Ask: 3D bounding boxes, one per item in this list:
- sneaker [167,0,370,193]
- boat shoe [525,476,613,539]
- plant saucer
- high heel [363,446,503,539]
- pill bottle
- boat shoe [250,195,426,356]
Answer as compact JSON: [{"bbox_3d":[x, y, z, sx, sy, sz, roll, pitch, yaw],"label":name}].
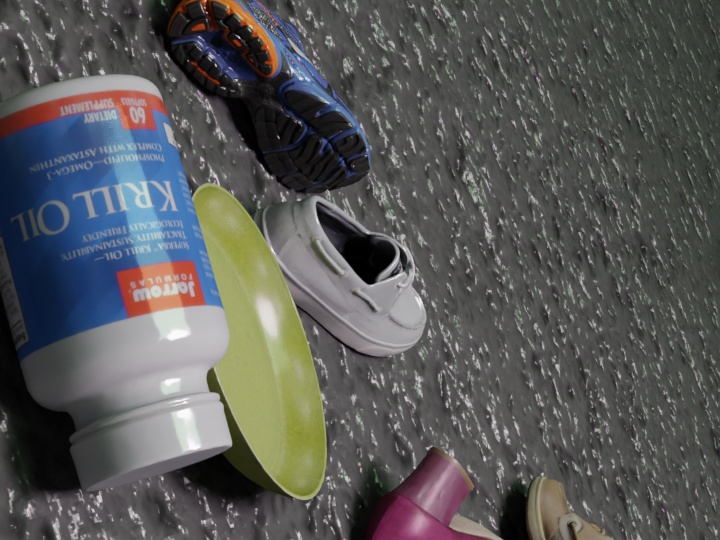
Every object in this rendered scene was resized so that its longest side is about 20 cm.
[{"bbox_3d":[-0.054,-0.135,1.191,0.200,0.075,0.079,51,28,-34],"label":"sneaker"},{"bbox_3d":[0.166,0.228,1.298,0.200,0.065,0.073,-89,168,-62],"label":"boat shoe"},{"bbox_3d":[-0.073,0.046,1.028,0.200,0.031,0.201,-19,90,-76],"label":"plant saucer"},{"bbox_3d":[0.060,0.214,1.194,0.096,0.067,0.200,-50,132,-19],"label":"high heel"},{"bbox_3d":[-0.133,0.008,0.891,0.112,0.112,0.201,-1,71,-62],"label":"pill bottle"},{"bbox_3d":[0.000,0.000,1.193,0.200,0.068,0.072,39,39,-44],"label":"boat shoe"}]
